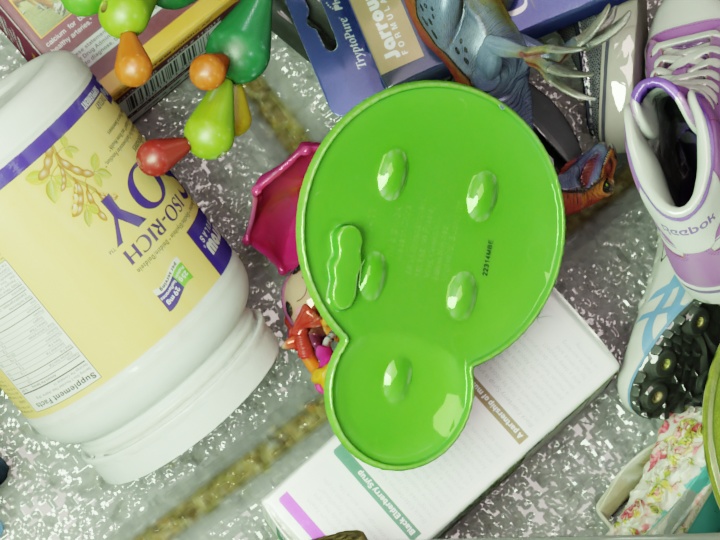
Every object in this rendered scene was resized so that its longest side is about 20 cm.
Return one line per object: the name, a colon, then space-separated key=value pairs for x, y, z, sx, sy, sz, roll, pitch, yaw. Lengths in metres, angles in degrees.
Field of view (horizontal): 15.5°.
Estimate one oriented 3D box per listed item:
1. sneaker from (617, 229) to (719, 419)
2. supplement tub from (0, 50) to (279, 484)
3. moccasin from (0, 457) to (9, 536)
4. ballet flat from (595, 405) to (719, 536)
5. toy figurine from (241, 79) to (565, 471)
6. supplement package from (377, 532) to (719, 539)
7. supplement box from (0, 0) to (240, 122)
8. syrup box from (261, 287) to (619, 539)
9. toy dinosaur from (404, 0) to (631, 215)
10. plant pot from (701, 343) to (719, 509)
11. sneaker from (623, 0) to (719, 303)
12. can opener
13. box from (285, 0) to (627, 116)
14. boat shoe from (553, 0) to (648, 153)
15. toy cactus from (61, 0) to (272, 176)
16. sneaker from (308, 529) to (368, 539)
sneaker: x=0.189 y=-0.004 z=1.484 sx=0.072 sy=0.072 sz=0.200 roll=12 pitch=64 yaw=37
supplement tub: x=-0.151 y=0.000 z=1.414 sx=0.145 sy=0.145 sz=0.200 roll=-41 pitch=105 yaw=-9
moccasin: x=-0.225 y=0.103 z=1.447 sx=0.068 sy=0.080 sz=0.201 roll=9 pitch=79 yaw=-4
ballet flat: x=0.149 y=0.157 z=1.459 sx=0.064 sy=0.076 sz=0.200 roll=28 pitch=72 yaw=36
toy figurine: x=0.000 y=0.000 z=1.425 sx=0.150 sy=0.184 sz=0.201 roll=11 pitch=88 yaw=-22
supplement package: x=0.110 y=0.190 z=1.328 sx=0.199 sy=0.156 sz=0.111 roll=0 pitch=85 yaw=-5
supplement box: x=-0.171 y=-0.186 z=1.504 sx=0.110 sy=0.086 sz=0.200 roll=-39 pitch=82 yaw=-8
syrup box: x=0.042 y=0.095 z=1.454 sx=0.200 sy=0.079 sz=0.081 roll=-40 pitch=82 yaw=-8
toy dinosaur: x=0.074 y=-0.120 z=1.429 sx=0.105 sy=0.199 sz=0.182 roll=-9 pitch=97 yaw=-46
plant pot: x=0.312 y=0.074 z=1.380 sx=0.200 sy=0.193 sz=0.201 roll=5 pitch=76 yaw=-20
sneaker: x=0.180 y=-0.095 z=1.429 sx=0.072 sy=0.114 sz=0.201 roll=-17 pitch=52 yaw=18
can opener: x=0.037 y=-0.111 z=1.521 sx=0.200 sy=0.053 sz=0.067 roll=40 pitch=48 yaw=7
box: x=0.054 y=-0.176 z=1.473 sx=0.199 sy=0.032 sz=0.122 roll=-23 pitch=81 yaw=3
boat shoe: x=0.116 y=-0.164 z=1.522 sx=0.092 sy=0.075 sz=0.201 roll=-2 pitch=76 yaw=11
toy cactus: x=-0.077 y=-0.151 z=1.397 sx=0.164 sy=0.102 sz=0.201 roll=-14 pitch=63 yaw=-10
sneaker: x=-0.048 y=0.198 z=1.391 sx=0.067 sy=0.200 sz=0.090 roll=-24 pitch=92 yaw=-43
